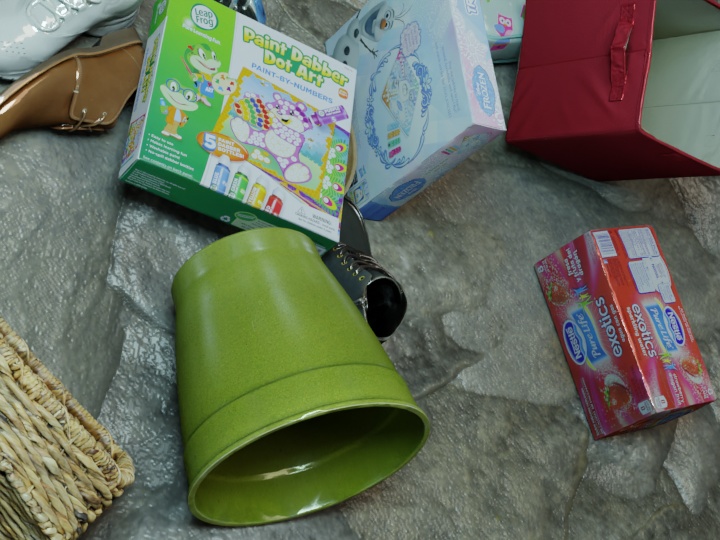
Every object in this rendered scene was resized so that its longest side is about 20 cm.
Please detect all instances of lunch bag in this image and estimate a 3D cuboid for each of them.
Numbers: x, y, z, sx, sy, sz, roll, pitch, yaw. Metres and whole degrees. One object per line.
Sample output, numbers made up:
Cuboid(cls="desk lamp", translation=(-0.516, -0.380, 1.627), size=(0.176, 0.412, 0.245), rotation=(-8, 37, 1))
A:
Cuboid(cls="lunch bag", translation=(0.125, -0.328, 1.547), size=(0.160, 0.077, 0.201), rotation=(-14, 76, -38))

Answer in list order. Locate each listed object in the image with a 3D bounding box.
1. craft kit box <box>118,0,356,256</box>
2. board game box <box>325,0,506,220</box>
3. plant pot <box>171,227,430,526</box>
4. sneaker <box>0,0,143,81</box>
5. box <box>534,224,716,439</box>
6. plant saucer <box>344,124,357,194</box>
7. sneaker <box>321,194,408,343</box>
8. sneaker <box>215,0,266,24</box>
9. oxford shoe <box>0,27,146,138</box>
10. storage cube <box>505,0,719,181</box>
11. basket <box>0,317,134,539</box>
Cuboid(cls="craft kit box", translation=(-0.102, -0.133, 1.241), size=(0.199, 0.048, 0.198), rotation=(22, 52, -26))
Cuboid(cls="board game box", translation=(0.047, -0.179, 1.332), size=(0.043, 0.199, 0.201), rotation=(7, 64, -33))
Cuboid(cls="plant pot", translation=(-0.069, 0.077, 1.139), size=(0.200, 0.200, 0.193), rotation=(2, 54, -35))
Cuboid(cls="sneaker", translation=(-0.259, -0.233, 1.212), size=(0.075, 0.087, 0.200), rotation=(53, 50, -4))
Cuboid(cls="box", translation=(0.272, 0.063, 1.440), size=(0.099, 0.095, 0.201), rotation=(-6, 71, -37))
Cuboid(cls="plant saucer", translation=(-0.099, -0.126, 1.299), size=(0.200, 0.035, 0.201), rotation=(14, 58, -24))
Cuboid(cls="sneaker", translation=(0.000, 0.000, 1.265), size=(0.075, 0.106, 0.201), rotation=(16, 55, -29))
Cuboid(cls="sneaker", translation=(-0.131, -0.321, 1.358), size=(0.090, 0.078, 0.201), rotation=(-12, 75, -43))
Cuboid(cls="oxford shoe", translation=(-0.246, -0.146, 1.191), size=(0.200, 0.071, 0.071), rotation=(-34, 93, -43))
Cuboid(cls="storage cube", translation=(0.286, -0.197, 1.483), size=(0.200, 0.179, 0.172), rotation=(16, 79, -42))
Cuboid(cls="basket", translation=(-0.250, 0.097, 1.011), size=(0.200, 0.143, 0.149), rotation=(50, 49, -5))
